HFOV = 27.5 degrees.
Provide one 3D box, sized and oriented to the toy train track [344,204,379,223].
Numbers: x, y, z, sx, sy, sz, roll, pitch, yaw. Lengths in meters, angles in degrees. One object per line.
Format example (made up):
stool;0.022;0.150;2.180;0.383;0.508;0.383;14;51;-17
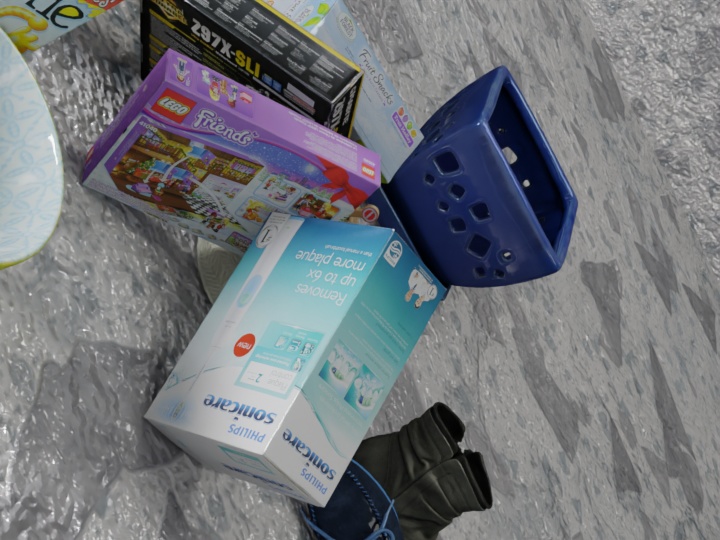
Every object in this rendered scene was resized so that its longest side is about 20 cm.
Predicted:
toy train track;0.000;0.000;1.289;0.115;0.032;0.201;-69;163;-66

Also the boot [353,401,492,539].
boot;0.064;0.230;1.341;0.201;0.130;0.068;67;24;1

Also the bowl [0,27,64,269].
bowl;-0.287;-0.077;0.902;0.200;0.107;0.201;46;31;-39

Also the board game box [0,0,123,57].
board game box;-0.249;-0.208;0.985;0.105;0.200;0.103;47;30;-37

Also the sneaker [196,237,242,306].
sneaker;-0.085;0.039;1.289;0.085;0.075;0.201;66;3;-70

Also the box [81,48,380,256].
box;-0.102;-0.081;1.180;0.200;0.137;0.039;25;43;-26

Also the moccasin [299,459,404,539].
moccasin;0.010;0.251;1.267;0.200;0.080;0.068;62;12;-9

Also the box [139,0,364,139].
box;-0.097;-0.164;1.237;0.200;0.160;0.049;36;62;11

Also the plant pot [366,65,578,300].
plant pot;0.121;-0.090;1.689;0.200;0.179;0.200;60;24;-16

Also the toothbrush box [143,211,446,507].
toothbrush box;-0.050;0.063;1.131;0.085;0.146;0.200;45;67;-39

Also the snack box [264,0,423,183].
snack box;-0.064;-0.166;1.327;0.068;0.200;0.169;-52;130;-23
